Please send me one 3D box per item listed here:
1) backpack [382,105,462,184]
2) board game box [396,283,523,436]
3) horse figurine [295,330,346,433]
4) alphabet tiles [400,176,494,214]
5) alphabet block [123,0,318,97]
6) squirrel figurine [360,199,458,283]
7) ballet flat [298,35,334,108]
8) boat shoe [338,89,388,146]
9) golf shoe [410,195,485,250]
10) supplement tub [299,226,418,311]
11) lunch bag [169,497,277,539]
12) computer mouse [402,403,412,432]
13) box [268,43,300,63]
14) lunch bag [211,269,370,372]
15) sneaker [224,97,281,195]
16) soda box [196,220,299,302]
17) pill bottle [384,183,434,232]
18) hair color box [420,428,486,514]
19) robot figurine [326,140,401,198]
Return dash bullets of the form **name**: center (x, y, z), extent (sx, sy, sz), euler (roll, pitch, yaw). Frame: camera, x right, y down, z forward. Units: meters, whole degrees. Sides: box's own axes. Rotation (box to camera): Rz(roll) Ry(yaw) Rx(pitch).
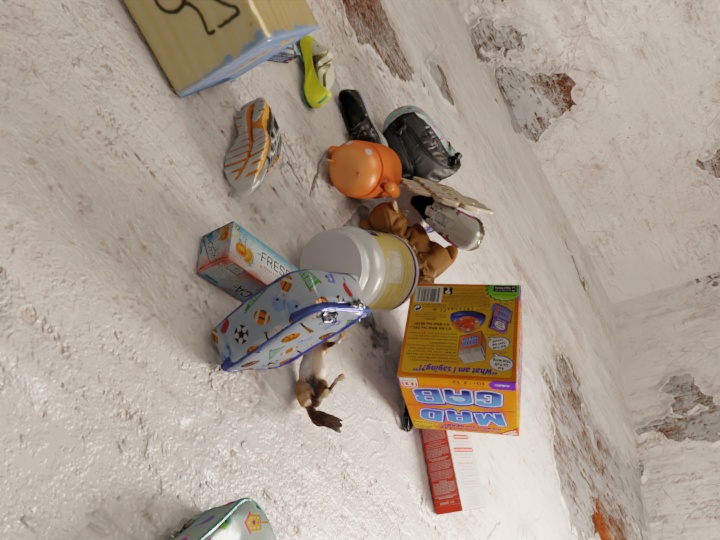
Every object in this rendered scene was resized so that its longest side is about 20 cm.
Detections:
- **backpack**: center (0.133, -0.303, 1.604), extent (0.200, 0.167, 0.127), euler (52, 12, -22)
- **board game box**: center (0.192, 0.163, 1.202), extent (0.200, 0.199, 0.200), euler (72, 25, -49)
- **horse figurine**: center (-0.061, 0.147, 0.981), extent (0.050, 0.133, 0.201), euler (12, 61, -23)
- **alphabet tiles**: center (0.180, -0.162, 1.385), extent (0.195, 0.015, 0.200), euler (13, 17, -16)
- **alphabet block**: center (-0.215, -0.409, 0.994), extent (0.201, 0.195, 0.196), euler (62, 26, -14)
- **squirrel figurine**: center (0.084, -0.050, 1.341), extent (0.187, 0.141, 0.200), euler (55, 27, -12)
- **ballet flat**: center (-0.087, -0.424, 1.364), extent (0.067, 0.067, 0.201), euler (32, 44, -48)
- **boat shoe**: center (0.001, -0.315, 1.449), extent (0.066, 0.070, 0.201), euler (-4, 74, -53)
- **golf shoe**: center (0.172, -0.098, 1.327), extent (0.092, 0.073, 0.200), euler (11, 20, -32)
- **supplement tub**: center (0.000, 0.000, 1.139), extent (0.200, 0.145, 0.146), euler (6, 66, -60)
- **lunch bag**: center (-0.146, 0.359, 0.701), extent (0.160, 0.077, 0.201), euler (-25, 93, -61)
- **computer mouse**: center (0.096, 0.224, 1.286), extent (0.059, 0.034, 0.200), euler (73, 23, -43)
- **box**: center (-0.198, -0.499, 1.246), extent (0.137, 0.040, 0.201), euler (-27, 95, -63)
- **lunch bag**: center (-0.087, 0.069, 0.877), extent (0.160, 0.200, 0.076), euler (12, 52, -57)
- **sneaker**: center (-0.163, -0.194, 1.063), extent (0.077, 0.078, 0.201), euler (53, 31, -45)
- **soda box**: center (-0.145, 0.013, 0.959), extent (0.200, 0.063, 0.069), euler (41, 38, -43)
- **pill bottle**: center (0.143, -0.144, 1.527), extent (0.200, 0.115, 0.116), euler (-11, 81, -61)
- **hair color box**: center (0.178, 0.369, 1.289), extent (0.111, 0.064, 0.201), euler (22, 54, -53)
- **robot figurine**: center (0.012, -0.204, 1.333), extent (0.200, 0.116, 0.144), euler (-10, 79, -62)
